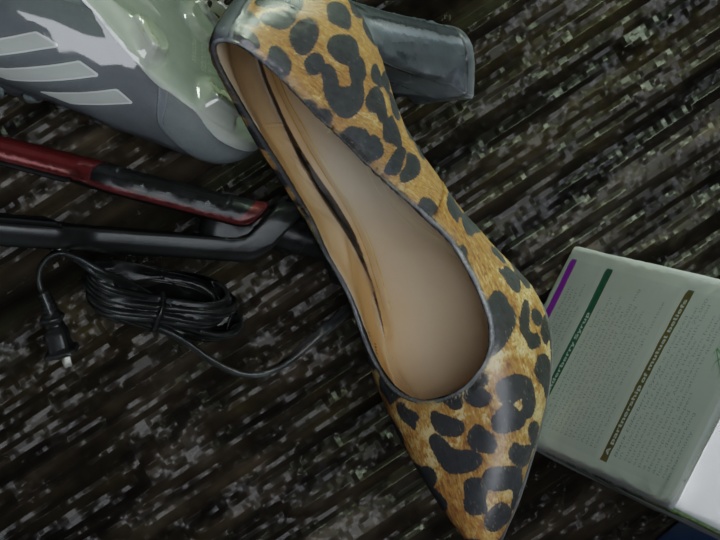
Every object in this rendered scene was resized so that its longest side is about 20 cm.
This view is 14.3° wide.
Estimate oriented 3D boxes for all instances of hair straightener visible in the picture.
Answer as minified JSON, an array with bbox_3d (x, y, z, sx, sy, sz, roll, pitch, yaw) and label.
[{"bbox_3d":[-0.095,-0.002,1.036,0.200,0.041,0.077,13,91,-20],"label":"hair straightener"}]

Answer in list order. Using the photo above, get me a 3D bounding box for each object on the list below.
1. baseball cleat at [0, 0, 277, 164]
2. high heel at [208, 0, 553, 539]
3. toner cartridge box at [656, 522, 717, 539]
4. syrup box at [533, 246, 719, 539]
[{"bbox_3d":[-0.128,-0.086,1.009,0.106,0.070,0.200,-38,120,25],"label":"baseball cleat"},{"bbox_3d":[0.000,0.000,0.997,0.143,0.071,0.200,6,73,-55],"label":"high heel"},{"bbox_3d":[0.192,0.180,1.093,0.043,0.095,0.200,-39,103,-10],"label":"toner cartridge box"},{"bbox_3d":[0.121,0.049,1.008,0.079,0.200,0.082,27,89,-16],"label":"syrup box"}]
